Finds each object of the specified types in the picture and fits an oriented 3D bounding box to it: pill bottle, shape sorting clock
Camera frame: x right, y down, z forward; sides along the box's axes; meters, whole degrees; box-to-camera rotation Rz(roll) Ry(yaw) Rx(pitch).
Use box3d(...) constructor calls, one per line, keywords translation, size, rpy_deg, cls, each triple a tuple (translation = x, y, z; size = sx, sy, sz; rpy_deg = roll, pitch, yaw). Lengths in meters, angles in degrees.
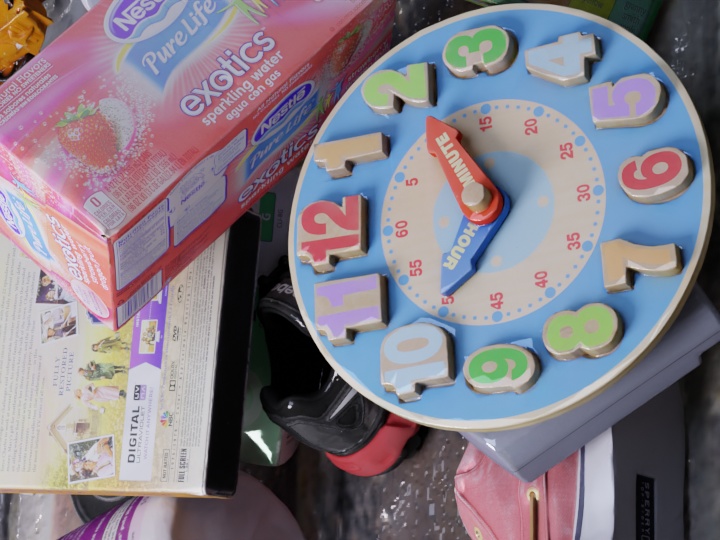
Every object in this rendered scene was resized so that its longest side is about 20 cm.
box3d(translation=(-0.126, 0.187, 1.249), size=(0.200, 0.112, 0.112), rpy_deg=(-30, 57, 37), cls="pill bottle")
box3d(translation=(0.058, -0.027, 1.038), size=(0.200, 0.039, 0.200), rpy_deg=(-10, 68, 26), cls="shape sorting clock")

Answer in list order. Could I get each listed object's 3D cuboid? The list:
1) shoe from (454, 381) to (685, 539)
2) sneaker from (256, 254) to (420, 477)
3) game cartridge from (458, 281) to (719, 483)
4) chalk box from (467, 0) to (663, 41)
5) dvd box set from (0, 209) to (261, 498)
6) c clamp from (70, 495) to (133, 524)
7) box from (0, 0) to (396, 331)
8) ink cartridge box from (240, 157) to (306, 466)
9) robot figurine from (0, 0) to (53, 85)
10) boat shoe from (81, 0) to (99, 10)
box3d(translation=(0.094, 0.137, 1.066), size=(0.091, 0.071, 0.200), rpy_deg=(-17, 60, 44), cls="shoe")
box3d(translation=(0.000, 0.000, 1.186), size=(0.071, 0.098, 0.201), rpy_deg=(9, 83, 50), cls="sneaker")
box3d(translation=(0.068, -0.003, 1.084), size=(0.133, 0.042, 0.200), rpy_deg=(-33, 49, 3), cls="game cartridge")
box3d(translation=(0.084, -0.183, 1.136), size=(0.200, 0.124, 0.124), rpy_deg=(29, 99, 49), cls="chalk box")
box3d(translation=(-0.144, 0.043, 1.206), size=(0.200, 0.029, 0.147), rpy_deg=(-3, 77, 34), cls="dvd box set")
box3d(translation=(-0.116, 0.050, 1.351), size=(0.200, 0.027, 0.171), rpy_deg=(-49, 51, 23), cls="c clamp")
box3d(translation=(-0.082, -0.083, 1.120), size=(0.095, 0.103, 0.200), rpy_deg=(40, 68, 14), cls="box")
box3d(translation=(-0.125, 0.009, 1.251), size=(0.200, 0.050, 0.161), rpy_deg=(7, 102, 11), cls="ink cartridge box")
box3d(translation=(-0.247, -0.110, 1.462), size=(0.200, 0.145, 0.058), rpy_deg=(-26, 54, 28), cls="robot figurine")
box3d(translation=(-0.129, -0.247, 1.431), size=(0.066, 0.070, 0.200), rpy_deg=(22, 97, 65), cls="boat shoe")
